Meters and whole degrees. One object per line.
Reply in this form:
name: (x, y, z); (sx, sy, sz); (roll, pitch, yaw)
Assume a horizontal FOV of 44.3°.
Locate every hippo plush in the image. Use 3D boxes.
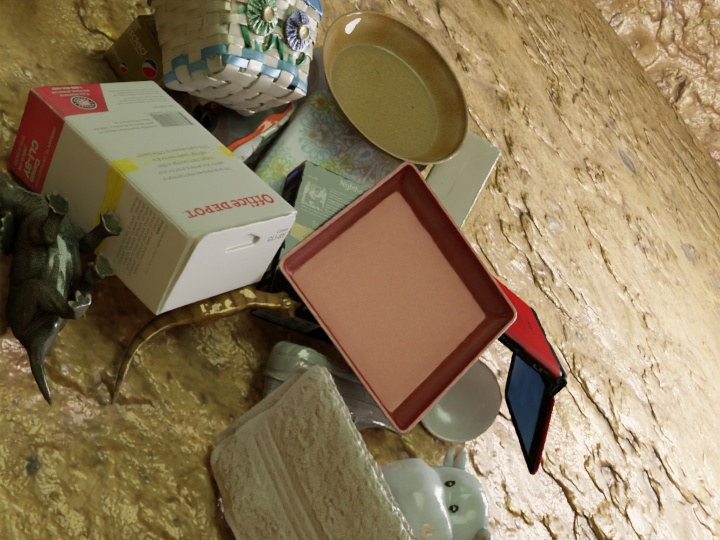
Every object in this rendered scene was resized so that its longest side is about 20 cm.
hippo plush: (0.040, 0.244, 0.752); (0.198, 0.160, 0.161); (23, 45, -40)

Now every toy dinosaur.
toy dinosaur: (-0.235, 0.006, 0.668); (0.076, 0.101, 0.203); (4, 65, -51)
toy dinosaur: (-0.144, 0.030, 0.772); (0.198, 0.061, 0.106); (-17, 45, -32)

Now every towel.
towel: (-0.040, 0.186, 0.699); (0.201, 0.132, 0.034); (58, 14, 29)
towel: (-0.036, -0.079, 0.975); (0.171, 0.048, 0.201); (41, 64, -16)

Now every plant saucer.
plant saucer: (0.037, 0.024, 0.873); (0.199, 0.037, 0.201); (-39, 95, -33)
plant saucer: (0.034, -0.200, 0.999); (0.198, 0.035, 0.203); (17, 57, -28)

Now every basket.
basket: (-0.119, -0.268, 0.871); (0.175, 0.137, 0.204); (6, 75, -53)

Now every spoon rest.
spoon rest: (0.077, 0.109, 0.994); (0.200, 0.099, 0.061); (47, 0, -4)

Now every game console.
game console: (0.165, 0.108, 1.047); (0.172, 0.119, 0.200); (38, 15, -13)

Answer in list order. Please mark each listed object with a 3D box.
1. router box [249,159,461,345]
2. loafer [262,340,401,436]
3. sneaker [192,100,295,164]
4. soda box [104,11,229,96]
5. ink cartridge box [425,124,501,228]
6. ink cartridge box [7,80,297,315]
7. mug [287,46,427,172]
router box: (0.000, 0.000, 0.917); (0.197, 0.052, 0.160); (22, 69, -21)
loafer: (-0.022, 0.132, 0.868); (0.199, 0.069, 0.071); (31, 75, -40)
sneaker: (-0.136, -0.159, 0.952); (0.082, 0.077, 0.200); (43, 33, -6)
soda box: (-0.181, -0.239, 0.963); (0.065, 0.067, 0.200); (56, 32, -1)
ink cartridge box: (0.109, -0.095, 1.126); (0.067, 0.118, 0.200); (29, -8, 2)
ink cartridge box: (-0.175, -0.069, 0.752); (0.199, 0.084, 0.144); (41, 28, 17)
mug: (-0.001, -0.178, 1.089); (0.173, 0.147, 0.204); (10, 70, -34)
